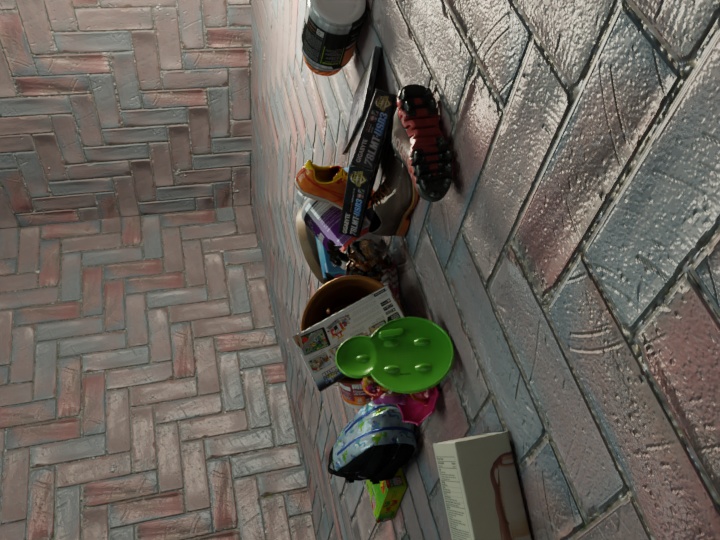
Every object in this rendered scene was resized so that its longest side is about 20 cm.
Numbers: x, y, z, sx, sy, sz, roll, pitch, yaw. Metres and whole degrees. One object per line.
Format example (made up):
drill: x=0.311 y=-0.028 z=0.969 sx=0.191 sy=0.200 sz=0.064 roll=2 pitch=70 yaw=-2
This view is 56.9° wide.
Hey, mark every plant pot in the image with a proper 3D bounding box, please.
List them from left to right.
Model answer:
plant pot: x=-0.073 y=-0.072 z=1.639 sx=0.201 sy=0.092 sz=0.203 roll=-19 pitch=-90 yaw=-75
plant pot: x=-0.014 y=0.120 z=1.293 sx=0.140 sy=0.197 sz=0.203 roll=97 pitch=163 yaw=-80

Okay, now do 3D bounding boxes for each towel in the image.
towel: x=0.059 y=0.076 z=1.400 sx=0.146 sy=0.030 sz=0.203 roll=130 pitch=134 yaw=-70

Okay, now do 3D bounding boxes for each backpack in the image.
backpack: x=0.035 y=0.358 z=1.380 sx=0.200 sy=0.161 sz=0.156 roll=130 pitch=146 yaw=-62

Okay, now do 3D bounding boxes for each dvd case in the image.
dvd case: x=-0.001 y=-0.340 z=1.357 sx=0.200 sy=0.016 sz=0.151 roll=137 pitch=145 yaw=-72

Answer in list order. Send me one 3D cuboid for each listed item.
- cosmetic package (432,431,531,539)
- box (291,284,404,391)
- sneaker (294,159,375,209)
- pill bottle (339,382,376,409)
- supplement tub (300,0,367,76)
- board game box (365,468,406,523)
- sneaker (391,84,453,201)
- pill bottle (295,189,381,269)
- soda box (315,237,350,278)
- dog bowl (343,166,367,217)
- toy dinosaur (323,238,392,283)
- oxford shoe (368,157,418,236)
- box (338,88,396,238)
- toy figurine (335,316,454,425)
cosmetic package: x=0.175 y=0.337 z=0.938 sx=0.103 sy=0.086 sz=0.203 roll=130 pitch=130 yaw=-72
box: x=-0.012 y=0.123 z=1.204 sx=0.111 sy=0.198 sz=0.035 roll=61 pitch=175 yaw=8
sneaker: x=-0.038 y=-0.172 z=1.366 sx=0.077 sy=0.198 sz=0.074 roll=-47 pitch=50 yaw=35
pill bottle: x=-0.004 y=0.197 z=1.480 sx=0.110 sy=0.108 sz=0.202 roll=-128 pitch=25 yaw=-64
supplement tub: x=-0.062 y=-0.509 z=1.407 sx=0.200 sy=0.121 sz=0.124 roll=126 pitch=136 yaw=-68
board game box: x=0.058 y=0.502 z=1.556 sx=0.201 sy=0.047 sz=0.102 roll=100 pitch=158 yaw=-49
sneaker: x=0.095 y=-0.187 z=1.043 sx=0.098 sy=0.070 sz=0.203 roll=113 pitch=149 yaw=-62
pill bottle: x=-0.053 y=-0.107 z=1.443 sx=0.200 sy=0.112 sz=0.113 roll=50 pitch=155 yaw=16
soda box: x=-0.066 y=-0.080 z=1.531 sx=0.064 sy=0.067 sz=0.202 roll=120 pitch=141 yaw=-66
dog bowl: x=-0.015 y=-0.144 z=1.537 sx=0.111 sy=0.049 sz=0.203 roll=-160 pitch=63 yaw=-74
toy dinosaur: x=0.000 y=0.000 z=1.324 sx=0.103 sy=0.134 sz=0.201 roll=-81 pitch=-14 yaw=-45
oxford shoe: x=0.057 y=-0.133 z=1.207 sx=0.201 sy=0.072 sz=0.072 roll=99 pitch=158 yaw=-47
box: x=0.011 y=-0.199 z=1.254 sx=0.199 sy=0.049 sz=0.202 roll=102 pitch=-177 yaw=-57
toy figurine: x=0.066 y=0.199 z=1.160 sx=0.185 sy=0.197 sz=0.151 roll=80 pitch=-174 yaw=-46
